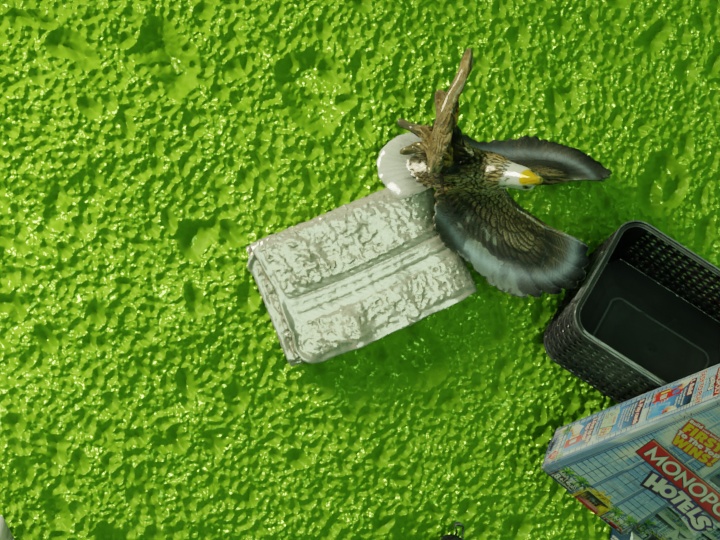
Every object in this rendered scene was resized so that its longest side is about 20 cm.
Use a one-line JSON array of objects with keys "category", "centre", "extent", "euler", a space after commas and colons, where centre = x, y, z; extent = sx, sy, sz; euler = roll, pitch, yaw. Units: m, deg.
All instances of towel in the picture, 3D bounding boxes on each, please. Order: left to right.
[{"category": "towel", "centre": [0.000, 0.000, 1.372], "extent": [0.200, 0.034, 0.133], "euler": [-24, 96, -10]}]

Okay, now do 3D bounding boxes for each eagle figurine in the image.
[{"category": "eagle figurine", "centre": [0.130, -0.080, 1.342], "extent": [0.152, 0.151, 0.200], "euler": [-45, 129, 14]}]

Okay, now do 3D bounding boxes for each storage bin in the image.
[{"category": "storage bin", "centre": [0.294, 0.064, 1.372], "extent": [0.200, 0.094, 0.135], "euler": [32, 68, 0]}]

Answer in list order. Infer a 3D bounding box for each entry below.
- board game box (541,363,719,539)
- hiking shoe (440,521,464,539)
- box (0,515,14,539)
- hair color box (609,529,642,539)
[{"category": "board game box", "centre": [0.305, 0.177, 1.302], "extent": [0.200, 0.200, 0.062], "euler": [39, 41, -6]}, {"category": "hiking shoe", "centre": [0.049, 0.340, 1.378], "extent": [0.200, 0.074, 0.087], "euler": [-43, 91, -17]}, {"category": "box", "centre": [-0.365, 0.342, 1.224], "extent": [0.200, 0.199, 0.172], "euler": [-26, 96, -8]}, {"category": "hair color box", "centre": [0.304, 0.260, 1.423], "extent": [0.100, 0.061, 0.201], "euler": [12, 89, -8]}]
